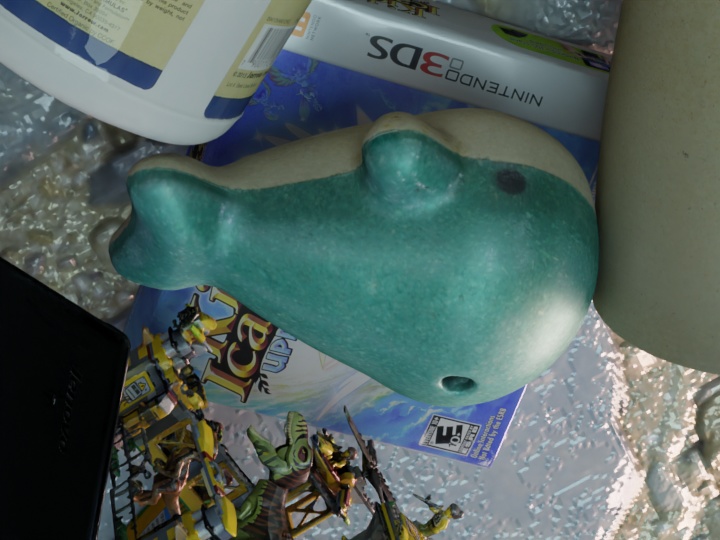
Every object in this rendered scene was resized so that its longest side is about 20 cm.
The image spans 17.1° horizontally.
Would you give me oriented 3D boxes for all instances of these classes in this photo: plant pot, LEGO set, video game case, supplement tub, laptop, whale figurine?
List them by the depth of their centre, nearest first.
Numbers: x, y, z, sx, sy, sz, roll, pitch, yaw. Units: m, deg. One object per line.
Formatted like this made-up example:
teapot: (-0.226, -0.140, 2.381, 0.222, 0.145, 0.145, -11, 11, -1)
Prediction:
supplement tub: (-0.065, -0.166, 0.931, 0.144, 0.145, 0.200, 27, 107, -22)
plant pot: (0.177, -0.088, 0.971, 0.186, 0.187, 0.201, -11, 115, -6)
laptop: (-0.141, 0.058, 0.976, 0.115, 0.200, 0.188, 14, 113, 2)
whale figurine: (0.000, 0.000, 0.976, 0.199, 0.104, 0.159, 3, 150, -15)
LEGO set: (-0.027, 0.094, 0.989, 0.116, 0.200, 0.154, -32, 113, 8)
video game case: (0.009, -0.022, 1.071, 0.180, 0.045, 0.201, 15, 111, -17)

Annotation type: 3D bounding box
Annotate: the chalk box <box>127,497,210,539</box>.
chalk box: (-0.045, 0.217, 1.130, 0.200, 0.125, 0.124, 37, 104, -26)
